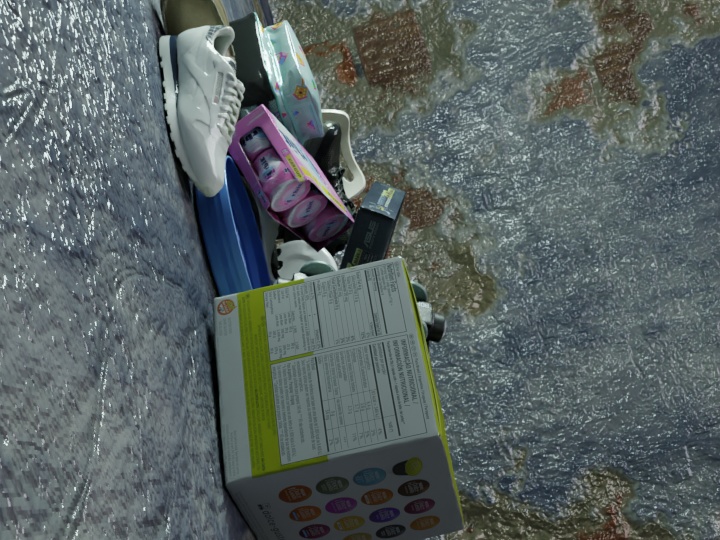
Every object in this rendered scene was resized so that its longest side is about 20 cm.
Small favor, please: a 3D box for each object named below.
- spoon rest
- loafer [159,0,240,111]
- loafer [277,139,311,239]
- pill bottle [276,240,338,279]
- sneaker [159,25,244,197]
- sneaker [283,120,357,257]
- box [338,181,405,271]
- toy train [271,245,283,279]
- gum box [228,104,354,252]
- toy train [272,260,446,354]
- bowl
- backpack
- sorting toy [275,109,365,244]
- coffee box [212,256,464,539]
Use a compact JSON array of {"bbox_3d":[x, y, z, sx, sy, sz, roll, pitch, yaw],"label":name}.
[{"bbox_3d":[-0.115,-0.031,1.293,0.201,0.060,0.100,55,-29,19],"label":"spoon rest"},{"bbox_3d":[-0.175,-0.240,1.181,0.068,0.075,0.202,-113,-175,-52],"label":"loafer"},{"bbox_3d":[-0.106,-0.143,1.499,0.063,0.071,0.203,17,92,-57],"label":"loafer"},{"bbox_3d":[-0.074,0.047,1.497,0.201,0.112,0.114,73,3,-64],"label":"pill bottle"},{"bbox_3d":[-0.160,-0.173,1.084,0.077,0.079,0.203,75,2,-67],"label":"sneaker"},{"bbox_3d":[-0.035,-0.106,1.461,0.076,0.113,0.202,-33,141,-63],"label":"sneaker"},{"bbox_3d":[0.000,0.000,1.317,0.158,0.050,0.202,-68,176,-72],"label":"box"},{"bbox_3d":[-0.128,-0.013,1.372,0.034,0.045,0.201,55,14,-40],"label":"toy train"},{"bbox_3d":[-0.087,-0.109,1.257,0.114,0.066,0.200,57,6,21],"label":"gum box"},{"bbox_3d":[-0.007,0.062,1.144,0.086,0.197,0.115,-87,-168,-51],"label":"toy train"},{"bbox_3d":[-0.140,-0.026,1.159,0.201,0.039,0.203,-15,90,-88],"label":"bowl"},{"bbox_3d":[-0.130,-0.220,1.375,0.201,0.151,0.177,85,-12,-51],"label":"backpack"},{"bbox_3d":[-0.090,-0.159,1.565,0.107,0.178,0.203,-94,169,-80],"label":"sorting toy"},{"bbox_3d":[-0.019,0.142,1.002,0.201,0.195,0.202,73,5,-52],"label":"coffee box"}]
